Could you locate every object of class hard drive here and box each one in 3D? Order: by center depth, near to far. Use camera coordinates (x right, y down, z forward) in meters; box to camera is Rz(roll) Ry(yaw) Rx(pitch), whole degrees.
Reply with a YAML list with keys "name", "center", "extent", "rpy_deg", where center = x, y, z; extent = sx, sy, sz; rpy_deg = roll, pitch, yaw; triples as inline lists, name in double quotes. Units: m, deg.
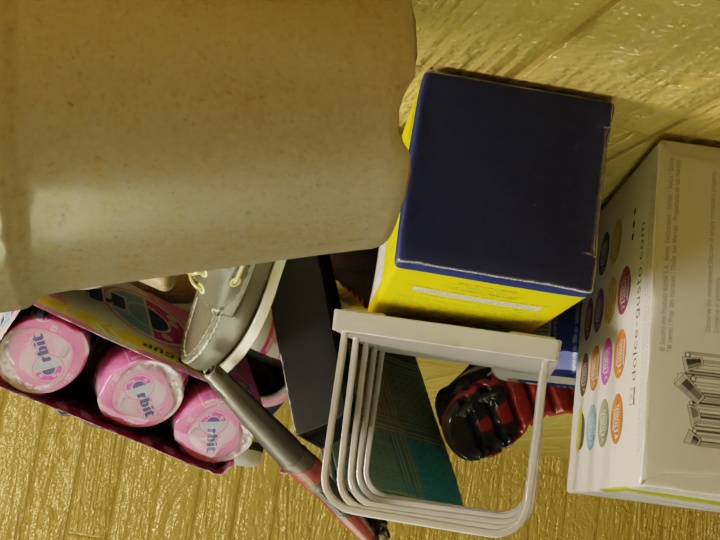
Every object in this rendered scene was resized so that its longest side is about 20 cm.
- name: "hard drive"
  center: [-0.040, 0.024, 0.834]
  extent: [0.042, 0.201, 0.135]
  rpy_deg: [-12, 165, 3]

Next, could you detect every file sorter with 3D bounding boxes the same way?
- name: "file sorter"
  center: [0.057, 0.104, 0.770]
  extent: [0.138, 0.126, 0.200]
  rpy_deg: [7, 173, 9]

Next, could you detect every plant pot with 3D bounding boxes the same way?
- name: "plant pot"
  center: [-0.079, -0.075, 0.460]
  extent: [0.182, 0.202, 0.200]
  rpy_deg: [-1, 170, -11]

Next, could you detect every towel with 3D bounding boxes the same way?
- name: "towel"
  center: [0.011, 0.120, 0.965]
  extent: [0.146, 0.201, 0.022]
  rpy_deg: [24, 121, -32]

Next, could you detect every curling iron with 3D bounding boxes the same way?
- name: "curling iron"
  center: [-0.044, 0.133, 0.787]
  extent: [0.200, 0.026, 0.050]
  rpy_deg: [48, 175, -32]

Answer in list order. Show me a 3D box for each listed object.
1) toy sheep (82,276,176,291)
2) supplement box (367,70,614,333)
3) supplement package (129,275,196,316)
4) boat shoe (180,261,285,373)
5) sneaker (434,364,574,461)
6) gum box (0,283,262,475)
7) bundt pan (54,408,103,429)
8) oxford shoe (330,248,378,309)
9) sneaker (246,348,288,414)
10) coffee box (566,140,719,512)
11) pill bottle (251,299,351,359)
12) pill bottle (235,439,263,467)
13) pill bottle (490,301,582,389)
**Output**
- name: "toy sheep"
  center: [-0.184, -0.052, 0.738]
  extent: [0.137, 0.139, 0.200]
  rpy_deg: [4, 153, 23]
- name: "supplement box"
  center: [0.071, -0.029, 0.696]
  extent: [0.109, 0.110, 0.200]
  rpy_deg: [9, 169, -3]
- name: "supplement package"
  center: [-0.193, -0.019, 0.922]
  extent: [0.199, 0.115, 0.109]
  rpy_deg: [12, 168, -23]
- name: "boat shoe"
  center: [-0.080, -0.017, 0.734]
  extent: [0.060, 0.202, 0.072]
  rpy_deg: [13, -149, -28]
- name: "sneaker"
  center: [0.151, 0.098, 1.001]
  extent: [0.199, 0.071, 0.098]
  rpy_deg: [-22, -166, -13]
- name: "gum box"
  center: [-0.166, 0.063, 0.818]
  extent: [0.199, 0.066, 0.114]
  rpy_deg: [28, -167, -26]
- name: "bundt pan"
  center: [-0.210, 0.036, 1.014]
  extent: [0.201, 0.203, 0.076]
  rpy_deg: [14, 156, -22]
- name: "oxford shoe"
  center: [0.000, 0.000, 0.963]
  extent: [0.199, 0.073, 0.071]
  rpy_deg: [-3, 164, 44]
- name: "sneaker"
  center: [-0.140, 0.072, 0.929]
  extent: [0.199, 0.071, 0.082]
  rpy_deg: [20, 138, -37]
- name: "coffee box"
  center: [0.254, 0.054, 0.726]
  extent: [0.198, 0.201, 0.198]
  rpy_deg: [7, 168, 0]
- name: "pill bottle"
  center: [-0.072, 0.074, 1.260]
  extent: [0.113, 0.114, 0.199]
  rpy_deg: [-3, 164, 43]
- name: "pill bottle"
  center: [-0.155, 0.122, 1.333]
  extent: [0.112, 0.202, 0.112]
  rpy_deg: [9, 168, 2]
- name: "pill bottle"
  center: [0.207, 0.040, 0.898]
  extent: [0.198, 0.117, 0.116]
  rpy_deg: [6, 168, 14]
